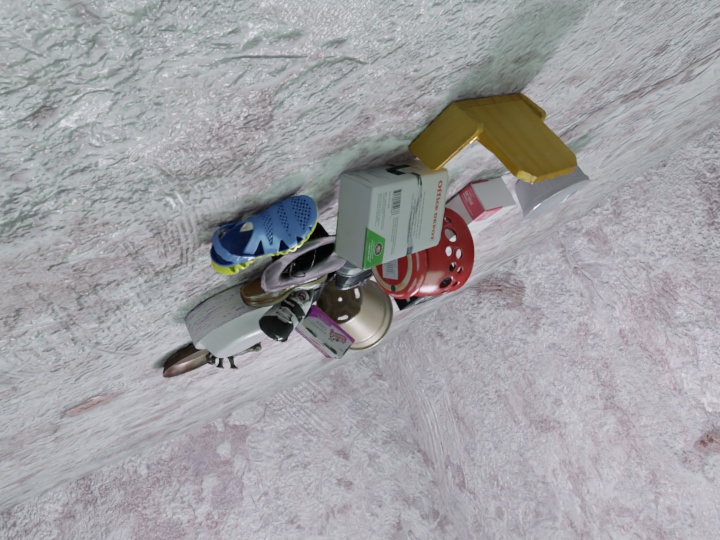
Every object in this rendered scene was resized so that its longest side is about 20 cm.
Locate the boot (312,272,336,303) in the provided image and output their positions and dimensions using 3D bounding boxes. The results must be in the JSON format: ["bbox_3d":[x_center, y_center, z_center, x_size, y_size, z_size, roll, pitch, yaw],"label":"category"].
[{"bbox_3d":[-0.127,0.051,1.599,0.132,0.070,0.201,-43,-170,47],"label":"boot"}]

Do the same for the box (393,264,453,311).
[{"bbox_3d":[0.152,-0.002,1.845,0.198,0.167,0.086,-14,164,-48],"label":"box"}]

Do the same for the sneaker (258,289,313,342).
[{"bbox_3d":[-0.149,0.080,1.448,0.089,0.073,0.200,-56,180,20],"label":"sneaker"}]

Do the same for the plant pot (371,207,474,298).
[{"bbox_3d":[0.133,-0.035,1.576,0.180,0.204,0.200,-12,162,-42],"label":"plant pot"}]

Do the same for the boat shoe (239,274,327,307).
[{"bbox_3d":[-0.157,0.008,1.430,0.197,0.076,0.075,-23,137,-28],"label":"boat shoe"}]

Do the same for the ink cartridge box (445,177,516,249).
[{"bbox_3d":[0.266,-0.137,1.731,0.145,0.084,0.199,-17,163,-45],"label":"ink cartridge box"}]

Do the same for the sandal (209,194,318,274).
[{"bbox_3d":[-0.157,-0.059,1.100,0.197,0.081,0.087,-30,165,0],"label":"sandal"}]

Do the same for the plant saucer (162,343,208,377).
[{"bbox_3d":[-0.420,0.217,1.786,0.197,0.033,0.200,-28,169,-6],"label":"plant saucer"}]

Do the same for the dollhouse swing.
[{"bbox_3d":[0.228,-0.191,1.175,0.198,0.179,0.181,-19,166,-41],"label":"dollhouse swing"}]

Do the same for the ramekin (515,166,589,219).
[{"bbox_3d":[0.509,-0.229,1.876,0.199,0.096,0.203,-27,168,-6],"label":"ramekin"}]

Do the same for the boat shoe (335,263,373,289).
[{"bbox_3d":[0.000,0.000,1.635,0.199,0.070,0.069,-28,135,-60],"label":"boat shoe"}]

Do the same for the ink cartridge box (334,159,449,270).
[{"bbox_3d":[0.056,-0.103,1.211,0.197,0.082,0.150,-17,123,-41],"label":"ink cartridge box"}]

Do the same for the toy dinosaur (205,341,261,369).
[{"bbox_3d":[-0.338,0.181,1.698,0.076,0.105,0.198,-9,155,43],"label":"toy dinosaur"}]

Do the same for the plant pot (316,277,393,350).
[{"bbox_3d":[-0.028,0.095,1.845,0.198,0.203,0.183,-29,157,8],"label":"plant pot"}]

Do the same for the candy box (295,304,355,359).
[{"bbox_3d":[-0.099,0.154,1.733,0.061,0.136,0.200,-50,-173,-12],"label":"candy box"}]

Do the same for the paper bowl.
[{"bbox_3d":[-0.272,0.115,1.510,0.198,0.106,0.201,-28,169,-6],"label":"paper bowl"}]

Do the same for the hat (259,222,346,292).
[{"bbox_3d":[-0.106,-0.042,1.270,0.197,0.082,0.201,-25,160,-10],"label":"hat"}]
